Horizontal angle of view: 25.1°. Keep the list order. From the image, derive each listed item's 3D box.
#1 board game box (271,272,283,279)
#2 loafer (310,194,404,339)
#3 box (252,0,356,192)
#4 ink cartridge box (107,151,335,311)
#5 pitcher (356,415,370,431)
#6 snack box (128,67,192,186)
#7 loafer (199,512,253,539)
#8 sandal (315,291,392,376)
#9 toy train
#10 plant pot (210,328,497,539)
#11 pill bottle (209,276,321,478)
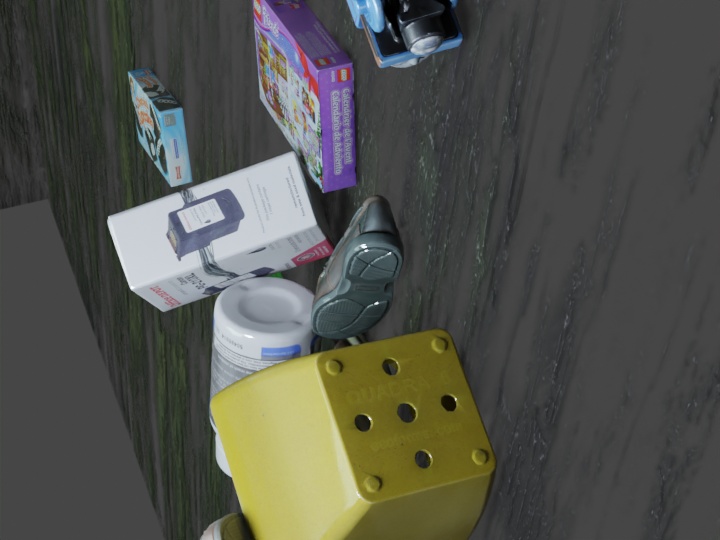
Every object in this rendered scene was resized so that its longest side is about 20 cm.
[{"bbox_3d":[-0.121,0.071,2.031,0.200,0.040,0.153,101,150,-56],"label":"board game box"},{"bbox_3d":[0.000,0.000,1.548,0.200,0.072,0.063,120,154,-58],"label":"loafer"},{"bbox_3d":[-0.056,-0.187,1.601,0.200,0.039,0.137,-123,24,-49],"label":"box"},{"bbox_3d":[-0.138,-0.036,1.652,0.145,0.199,0.085,57,-166,-77],"label":"ink cartridge box"},{"bbox_3d":[-0.015,0.223,1.566,0.200,0.121,0.172,58,-177,-23],"label":"pitcher"},{"bbox_3d":[-0.296,-0.214,2.390,0.200,0.037,0.116,-131,32,-58],"label":"snack box"},{"bbox_3d":[-0.110,0.265,1.492,0.072,0.063,0.200,68,-167,13],"label":"loafer"},{"bbox_3d":[-0.013,0.101,1.661,0.080,0.057,0.201,92,156,-45],"label":"sandal"},{"bbox_3d":[0.017,-0.246,1.238,0.114,0.086,0.200,101,150,-74],"label":"toy train"},{"bbox_3d":[0.009,0.155,1.425,0.176,0.199,0.200,-48,57,58],"label":"plant pot"},{"bbox_3d":[-0.101,0.118,1.692,0.114,0.113,0.200,-124,33,-50],"label":"pill bottle"}]
